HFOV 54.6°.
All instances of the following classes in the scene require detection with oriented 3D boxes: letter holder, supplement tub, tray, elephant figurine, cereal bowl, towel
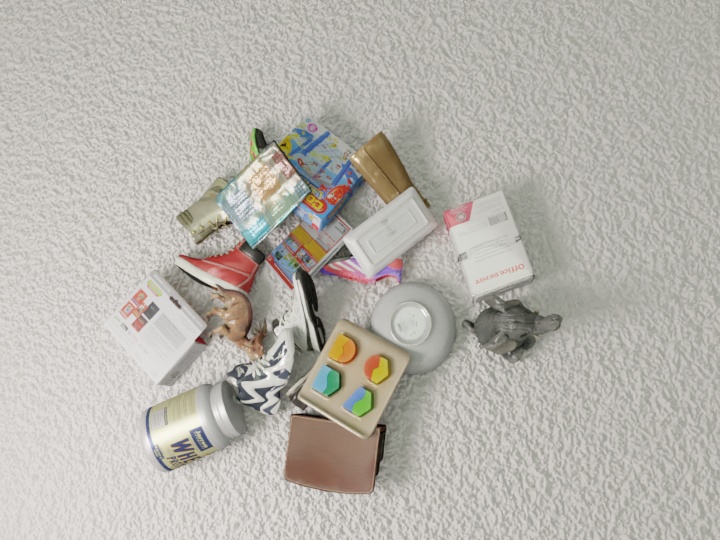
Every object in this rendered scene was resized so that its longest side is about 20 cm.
[{"bbox_3d":[-0.053,0.390,1.482,0.195,0.101,0.146,6,81,10],"label":"letter holder"},{"bbox_3d":[-0.364,0.336,1.519,0.196,0.145,0.148,-23,75,4],"label":"supplement tub"},{"bbox_3d":[0.068,-0.085,1.530,0.198,0.022,0.108,-37,93,-7],"label":"tray"},{"bbox_3d":[0.305,0.108,1.428,0.154,0.200,0.143,-36,75,0],"label":"elephant figurine"},{"bbox_3d":[0.113,0.122,1.519,0.194,0.083,0.206,-2,79,8],"label":"cereal bowl"},{"bbox_3d":[-0.217,-0.166,1.539,0.199,0.022,0.148,-40,87,20],"label":"towel"}]

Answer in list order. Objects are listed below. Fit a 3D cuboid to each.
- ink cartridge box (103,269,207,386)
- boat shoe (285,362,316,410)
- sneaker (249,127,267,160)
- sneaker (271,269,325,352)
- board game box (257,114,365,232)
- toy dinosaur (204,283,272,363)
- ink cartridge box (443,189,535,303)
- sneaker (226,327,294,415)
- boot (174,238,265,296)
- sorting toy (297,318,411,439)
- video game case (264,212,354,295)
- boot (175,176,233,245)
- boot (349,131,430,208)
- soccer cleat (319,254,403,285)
[{"bbox_3d":[-0.457,0.132,1.609,0.200,0.084,0.176,43,88,14],"label":"ink cartridge box"},{"bbox_3d":[-0.079,0.223,1.541,0.200,0.067,0.057,-45,91,-2],"label":"boat shoe"},{"bbox_3d":[-0.208,-0.255,1.665,0.082,0.077,0.203,-22,72,-23],"label":"sneaker"},{"bbox_3d":[-0.150,0.095,1.531,0.112,0.076,0.205,-3,119,13],"label":"sneaker"},{"bbox_3d":[-0.107,-0.225,1.597,0.198,0.056,0.197,37,64,7],"label":"board game box"},{"bbox_3d":[-0.269,0.108,1.559,0.132,0.086,0.205,-4,112,5],"label":"toy dinosaur"},{"bbox_3d":[0.280,-0.049,1.526,0.142,0.085,0.205,-19,74,5],"label":"ink cartridge box"},{"bbox_3d":[-0.221,0.212,1.510,0.127,0.080,0.203,12,113,-18],"label":"sneaker"},{"bbox_3d":[-0.326,-0.030,1.634,0.196,0.073,0.147,22,76,11],"label":"boot"},{"bbox_3d":[-0.014,0.220,1.458,0.182,0.037,0.203,26,75,21],"label":"sorting toy"},{"bbox_3d":[-0.118,-0.055,1.596,0.200,0.017,0.143,-45,48,-2],"label":"video game case"},{"bbox_3d":[-0.324,-0.110,1.624,0.154,0.073,0.199,-42,64,-15],"label":"boot"},{"bbox_3d":[0.041,-0.178,1.570,0.174,0.066,0.201,-40,99,-13],"label":"boot"},{"bbox_3d":[0.000,0.000,1.574,0.194,0.068,0.075,-6,86,7],"label":"soccer cleat"}]
